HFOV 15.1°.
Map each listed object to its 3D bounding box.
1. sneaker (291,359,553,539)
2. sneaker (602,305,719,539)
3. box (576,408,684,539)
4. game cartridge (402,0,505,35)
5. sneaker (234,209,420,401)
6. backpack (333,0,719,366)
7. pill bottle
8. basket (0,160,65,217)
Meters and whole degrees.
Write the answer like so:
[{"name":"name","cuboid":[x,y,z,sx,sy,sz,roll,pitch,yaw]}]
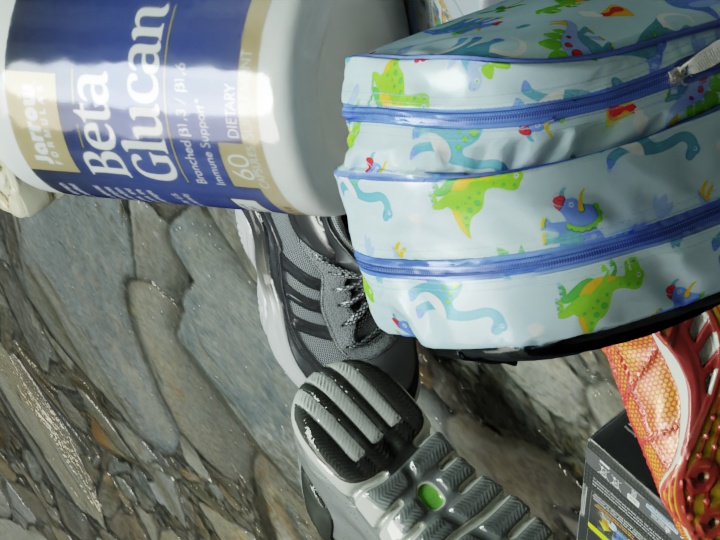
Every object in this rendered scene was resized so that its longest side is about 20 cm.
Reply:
[{"name":"sneaker","cuboid":[0.036,0.136,1.330,0.200,0.075,0.116,53,161,8]},{"name":"sneaker","cuboid":[0.134,0.032,1.132,0.077,0.073,0.201,-143,32,-68]},{"name":"box","cuboid":[0.181,0.168,1.234,0.200,0.044,0.161,42,154,28]},{"name":"game cartridge","cuboid":[0.045,-0.084,1.099,0.133,0.041,0.201,-121,19,-45]},{"name":"sneaker","cuboid":[0.000,0.000,1.304,0.114,0.075,0.201,21,138,55]},{"name":"backpack","cuboid":[0.084,-0.038,0.947,0.163,0.200,0.154,19,137,54]},{"name":"pill bottle","cuboid":[-0.089,-0.084,1.121,0.199,0.111,0.111,5,132,28]},{"name":"basket","cuboid":[-0.188,-0.144,1.392,0.123,0.135,0.201,29,147,40]}]
